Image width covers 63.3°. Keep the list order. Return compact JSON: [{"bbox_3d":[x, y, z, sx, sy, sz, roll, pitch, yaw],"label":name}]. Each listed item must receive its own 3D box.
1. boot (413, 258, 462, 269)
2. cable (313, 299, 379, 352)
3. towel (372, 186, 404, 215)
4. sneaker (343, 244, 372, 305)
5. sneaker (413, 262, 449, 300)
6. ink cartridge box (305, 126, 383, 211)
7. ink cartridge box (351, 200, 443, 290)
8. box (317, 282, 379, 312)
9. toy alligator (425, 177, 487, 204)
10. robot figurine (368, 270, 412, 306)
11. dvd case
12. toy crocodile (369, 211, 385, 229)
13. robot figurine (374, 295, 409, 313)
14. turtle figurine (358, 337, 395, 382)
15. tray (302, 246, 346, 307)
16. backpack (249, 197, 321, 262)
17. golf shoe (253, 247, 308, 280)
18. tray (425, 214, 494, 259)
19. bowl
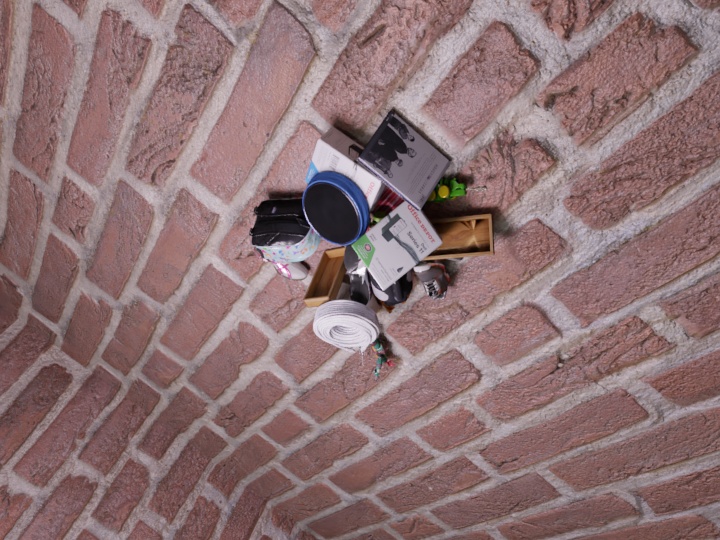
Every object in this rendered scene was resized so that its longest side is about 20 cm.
[{"bbox_3d":[0.200,-0.044,1.643,0.194,0.069,0.133,19,142,19],"label":"boot"},{"bbox_3d":[-0.038,0.155,1.680,0.195,0.071,0.199,22,145,-23],"label":"cable"},{"bbox_3d":[0.061,-0.202,1.595,0.199,0.023,0.144,41,135,-11],"label":"towel"},{"bbox_3d":[0.000,0.000,1.694,0.077,0.086,0.208,1,91,17],"label":"sneaker"},{"bbox_3d":[0.206,0.035,1.621,0.075,0.085,0.199,-9,162,26],"label":"sneaker"},{"bbox_3d":[-0.031,-0.250,1.526,0.197,0.084,0.147,35,135,6],"label":"ink cartridge box"},{"bbox_3d":[0.096,-0.071,1.493,0.198,0.083,0.148,-38,90,8],"label":"ink cartridge box"},{"bbox_3d":[-0.048,0.099,1.819,0.196,0.096,0.079,21,155,34],"label":"box"},{"bbox_3d":[0.228,-0.211,1.481,0.195,0.059,0.056,-11,83,34],"label":"toy alligator"},{"bbox_3d":[0.086,0.004,1.635,0.148,0.125,0.204,24,142,35],"label":"robot figurine"},{"bbox_3d":[0.108,-0.268,1.430,0.198,0.152,0.025,38,167,-9],"label":"dvd case"},{"bbox_3d":[0.017,-0.124,1.616,0.193,0.063,0.069,8,128,3],"label":"toy crocodile"},{"bbox_3d":[0.053,0.033,1.779,0.199,0.059,0.144,42,132,-12],"label":"robot figurine"},{"bbox_3d":[0.046,0.267,1.965,0.150,0.099,0.204,42,156,55],"label":"turtle figurine"},{"bbox_3d":[-0.094,0.019,1.739,0.096,0.204,0.037,-9,134,32],"label":"tray"},{"bbox_3d":[-0.203,-0.117,1.700,0.194,0.183,0.151,-5,149,24],"label":"backpack"},{"bbox_3d":[-0.248,-0.043,1.859,0.197,0.073,0.093,33,134,-3],"label":"golf shoe"},{"bbox_3d":[0.248,-0.085,1.527,0.193,0.037,0.103,-4,86,19],"label":"tray"},{"bbox_3d":[-0.068,-0.157,1.535,0.195,0.040,0.205,20,133,22],"label":"bowl"}]
